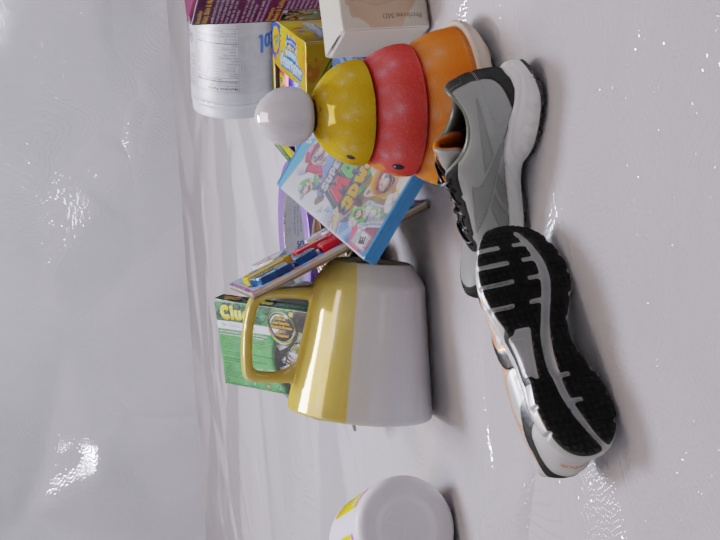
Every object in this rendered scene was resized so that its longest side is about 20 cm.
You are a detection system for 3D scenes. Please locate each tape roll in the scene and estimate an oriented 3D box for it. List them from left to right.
[{"bbox_3d":[-0.055,-0.040,1.691,0.200,0.065,0.204,176,90,-76],"label":"tape roll"}]

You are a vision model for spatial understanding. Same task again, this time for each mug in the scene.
[{"bbox_3d":[-0.009,0.067,1.335,0.148,0.185,0.156,11,97,50],"label":"mug"}]

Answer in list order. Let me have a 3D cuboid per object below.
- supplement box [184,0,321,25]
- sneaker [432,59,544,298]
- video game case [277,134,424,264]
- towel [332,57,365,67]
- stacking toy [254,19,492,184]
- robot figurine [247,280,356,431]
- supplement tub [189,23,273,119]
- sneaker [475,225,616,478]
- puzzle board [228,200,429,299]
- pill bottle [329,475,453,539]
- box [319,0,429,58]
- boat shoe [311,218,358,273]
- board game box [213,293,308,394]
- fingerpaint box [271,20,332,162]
[{"bbox_3d":[-0.090,-0.340,1.452,0.131,0.197,0.105,145,118,-73],"label":"supplement box"},{"bbox_3d":[0.091,-0.070,1.058,0.074,0.078,0.203,-120,27,-55],"label":"sneaker"},{"bbox_3d":[-0.001,-0.108,1.305,0.144,0.018,0.200,-59,37,7],"label":"video game case"},{"bbox_3d":[0.000,-0.156,1.459,0.112,0.048,0.203,-120,29,-55],"label":"towel"},{"bbox_3d":[0.007,-0.133,1.125,0.146,0.197,0.149,175,90,-76],"label":"stacking toy"},{"bbox_3d":[-0.057,0.094,1.562,0.200,0.112,0.171,44,137,18],"label":"robot figurine"},{"bbox_3d":[-0.194,-0.344,2.017,0.132,0.130,0.203,-121,29,-61],"label":"supplement tub"},{"bbox_3d":[0.124,0.060,0.980,0.080,0.072,0.203,104,157,-57],"label":"sneaker"},{"bbox_3d":[-0.038,-0.028,1.361,0.018,0.198,0.151,65,168,-10],"label":"puzzle board"},{"bbox_3d":[0.025,0.279,1.392,0.200,0.102,0.106,126,137,-70],"label":"pill bottle"},{"bbox_3d":[0.004,-0.316,1.300,0.078,0.093,0.203,140,122,-72],"label":"box"},{"bbox_3d":[0.000,0.000,1.481,0.072,0.075,0.202,111,142,-53],"label":"boat shoe"},{"bbox_3d":[-0.080,0.087,1.486,0.198,0.023,0.107,7,113,37],"label":"board game box"},{"bbox_3d":[-0.056,-0.211,1.618,0.200,0.072,0.170,-128,36,-66],"label":"fingerpaint box"}]
